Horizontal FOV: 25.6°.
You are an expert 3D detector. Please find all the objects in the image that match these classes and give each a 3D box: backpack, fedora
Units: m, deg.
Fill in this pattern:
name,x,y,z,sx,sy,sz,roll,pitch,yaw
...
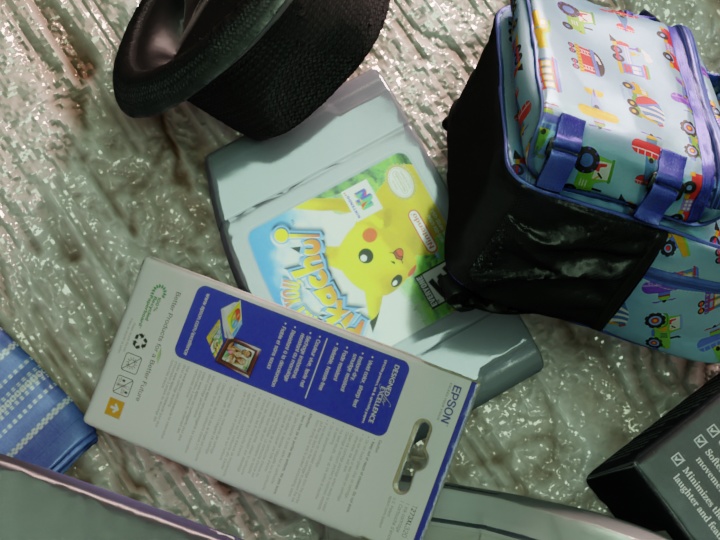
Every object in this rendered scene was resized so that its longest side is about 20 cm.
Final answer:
name,x,y,z,sx,sy,sz,roll,pitch,yaw
backpack,0.152,-0.048,0.856,0.198,0.135,0.183,18,41,-11
fedora,-0.045,-0.146,0.877,0.091,0.200,0.201,39,75,-28

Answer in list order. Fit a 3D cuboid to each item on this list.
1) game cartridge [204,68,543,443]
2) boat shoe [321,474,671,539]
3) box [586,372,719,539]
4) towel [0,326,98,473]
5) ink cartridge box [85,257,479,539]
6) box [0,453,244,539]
name,x,y,z,sx,sy,sz,roll,pitch,yaw
game cartridge,0.000,0.000,0.898,0.133,0.040,0.201,-29,83,-8
boat shoe,0.069,0.151,0.832,0.198,0.072,0.066,8,87,19
box,0.252,0.111,0.869,0.199,0.107,0.149,-35,84,-12
towel,-0.258,0.069,0.858,0.200,0.024,0.145,45,76,3
ink cartridge box,-0.041,0.070,0.832,0.199,0.037,0.095,20,86,21
box,-0.133,0.167,0.749,0.197,0.200,0.124,21,76,-12
